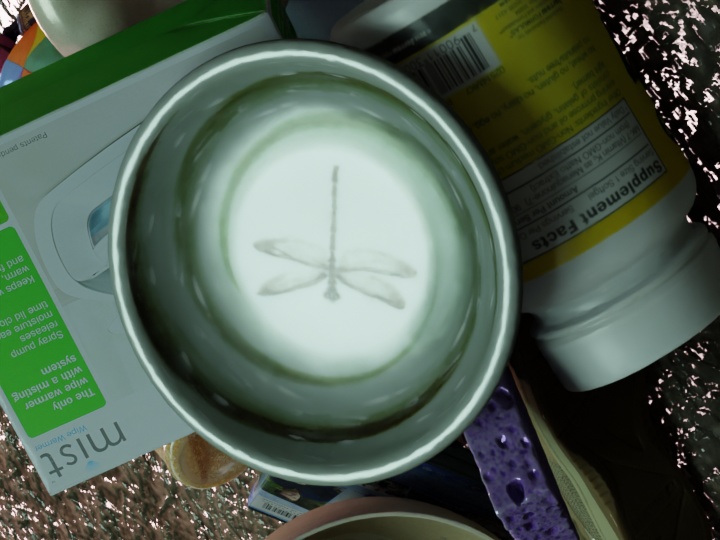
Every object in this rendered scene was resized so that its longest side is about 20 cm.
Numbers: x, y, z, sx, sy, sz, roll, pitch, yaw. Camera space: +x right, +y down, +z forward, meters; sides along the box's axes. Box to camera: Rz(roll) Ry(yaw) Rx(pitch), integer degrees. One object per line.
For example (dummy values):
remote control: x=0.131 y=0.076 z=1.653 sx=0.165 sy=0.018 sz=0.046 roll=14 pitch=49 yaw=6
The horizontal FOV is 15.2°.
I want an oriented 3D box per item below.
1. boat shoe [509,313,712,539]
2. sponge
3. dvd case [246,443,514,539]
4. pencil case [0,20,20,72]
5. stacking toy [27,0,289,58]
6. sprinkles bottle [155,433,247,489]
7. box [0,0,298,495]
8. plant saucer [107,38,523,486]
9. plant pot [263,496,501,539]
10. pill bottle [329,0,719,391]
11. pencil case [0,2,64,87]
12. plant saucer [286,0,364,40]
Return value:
boat shoe: x=0.108 y=0.079 z=1.366 sx=0.064 sy=0.071 sz=0.201 roll=1 pitch=121 yaw=55
sponge: x=0.051 y=0.040 z=1.272 sx=0.112 sy=0.030 sz=0.201 roll=57 pitch=-171 yaw=-64
dvd case: x=0.021 y=0.125 z=1.484 sx=0.142 sy=0.018 sz=0.200 roll=22 pitch=158 yaw=-5
pencil case: x=-0.158 y=-0.060 z=1.547 sx=0.200 sy=0.091 sz=0.094 roll=36 pitch=-175 yaw=26
stacking toy: x=-0.129 y=-0.166 z=1.406 sx=0.147 sy=0.146 sz=0.200 roll=62 pitch=163 yaw=-15
sprinkles bottle: x=-0.130 y=0.049 z=1.597 sx=0.200 sy=0.068 sz=0.069 roll=43 pitch=150 yaw=44
box: x=-0.097 y=-0.019 z=1.295 sx=0.097 sy=0.199 sz=0.177 roll=-99 pitch=-15 yaw=-70
plant saucer: x=-0.015 y=-0.007 z=1.205 sx=0.199 sy=0.050 sz=0.201 roll=6 pitch=106 yaw=22
plant pot: x=0.005 y=0.206 z=1.448 sx=0.201 sy=0.200 sz=0.134 roll=61 pitch=179 yaw=-14
pill bottle: x=0.082 y=-0.053 z=1.233 sx=0.114 sy=0.114 sz=0.201 roll=-18 pitch=106 yaw=56
pencil case: x=-0.104 y=-0.073 z=1.423 sx=0.200 sy=0.088 sz=0.089 roll=32 pitch=143 yaw=31
plant saucer: x=-0.005 y=-0.114 z=1.373 sx=0.199 sy=0.019 sz=0.070 roll=4 pitch=124 yaw=51
